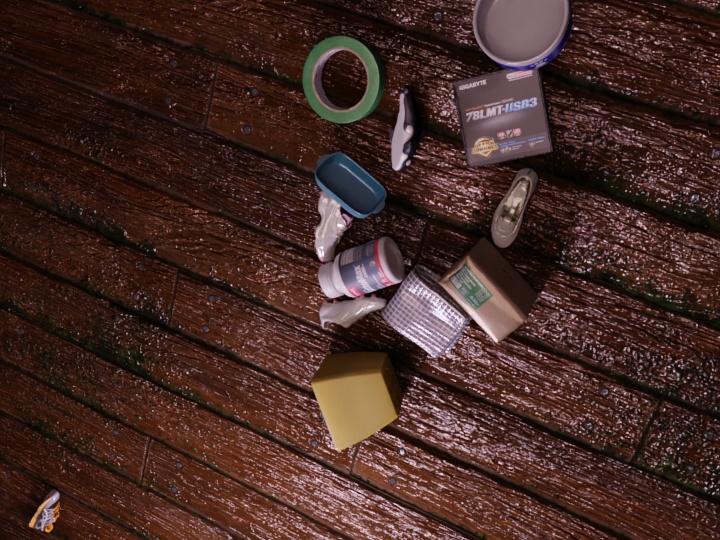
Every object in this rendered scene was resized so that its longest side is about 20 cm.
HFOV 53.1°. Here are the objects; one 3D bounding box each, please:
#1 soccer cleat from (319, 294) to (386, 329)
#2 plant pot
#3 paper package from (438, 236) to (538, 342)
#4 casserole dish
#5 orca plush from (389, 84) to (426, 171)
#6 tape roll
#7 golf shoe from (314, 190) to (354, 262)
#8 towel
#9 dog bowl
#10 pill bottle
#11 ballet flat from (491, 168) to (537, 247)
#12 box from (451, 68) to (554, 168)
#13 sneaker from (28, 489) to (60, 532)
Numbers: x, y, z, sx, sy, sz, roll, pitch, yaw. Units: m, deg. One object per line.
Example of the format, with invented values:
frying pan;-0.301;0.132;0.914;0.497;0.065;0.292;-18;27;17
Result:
soccer cleat;-0.018;0.109;1.879;0.198;0.069;0.078;-10;74;29
plant pot;0.005;0.320;1.880;0.175;0.200;0.202;-17;99;14
paper package;0.302;0.042;1.670;0.200;0.191;0.103;48;116;3
casserole dish;-0.028;-0.205;1.774;0.200;0.121;0.039;41;146;4
orca plush;0.119;-0.338;1.712;0.105;0.070;0.202;-157;63;-63
tape roll;-0.041;-0.458;1.731;0.199;0.048;0.202;6;108;20
golf shoe;-0.065;-0.111;1.828;0.091;0.075;0.202;15;112;23
towel;0.171;0.106;1.800;0.199;0.086;0.166;37;116;7
dog bowl;0.343;-0.528;1.518;0.198;0.079;0.202;1;92;24
pill bottle;0.000;0.000;1.815;0.199;0.120;0.121;-19;98;26
ballet flat;0.349;-0.141;1.665;0.069;0.069;0.201;25;114;12
box;0.322;-0.348;1.624;0.198;0.050;0.200;-8;104;22
sneaker;-1.093;0.846;2.534;0.077;0.078;0.200;33;119;-6
